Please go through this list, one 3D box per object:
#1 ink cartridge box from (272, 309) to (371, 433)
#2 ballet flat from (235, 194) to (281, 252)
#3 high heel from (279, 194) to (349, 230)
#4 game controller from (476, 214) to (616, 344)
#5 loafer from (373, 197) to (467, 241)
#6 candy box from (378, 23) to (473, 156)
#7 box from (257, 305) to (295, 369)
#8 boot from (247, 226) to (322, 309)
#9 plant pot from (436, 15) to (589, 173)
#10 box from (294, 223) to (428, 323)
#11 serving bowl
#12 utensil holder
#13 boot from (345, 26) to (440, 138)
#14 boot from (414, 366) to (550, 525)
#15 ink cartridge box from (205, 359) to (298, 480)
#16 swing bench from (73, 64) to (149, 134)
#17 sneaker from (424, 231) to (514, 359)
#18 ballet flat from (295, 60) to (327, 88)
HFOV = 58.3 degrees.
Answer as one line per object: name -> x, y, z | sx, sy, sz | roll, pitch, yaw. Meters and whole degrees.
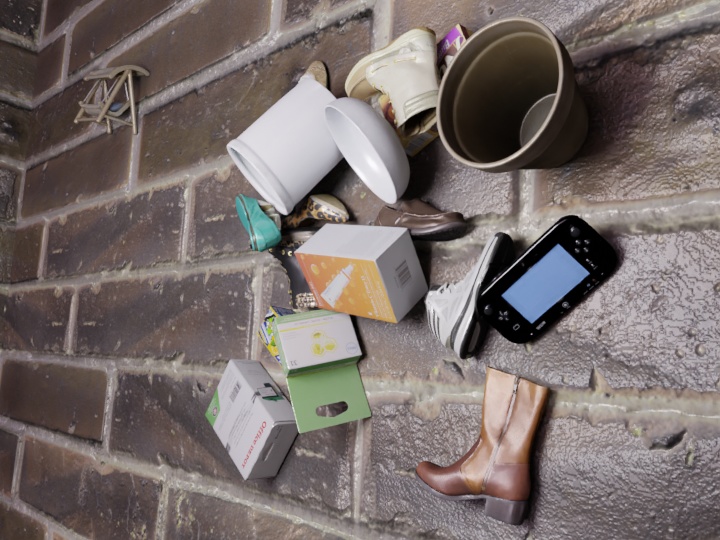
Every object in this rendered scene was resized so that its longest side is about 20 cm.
ink cartridge box -> -0.066, 0.171, 1.150 | 0.048, 0.143, 0.203 | 116, 141, -54
ballet flat -> -0.191, -0.095, 1.238 | 0.201, 0.069, 0.069 | -125, 25, -56
high heel -> -0.097, -0.084, 1.294 | 0.198, 0.071, 0.146 | 28, 113, 41
game controller -> 0.258, 0.017, 0.905 | 0.104, 0.042, 0.200 | 44, 116, 1
loafer -> 0.093, -0.089, 1.091 | 0.197, 0.072, 0.073 | 2, 84, 44
candy box -> 0.129, -0.305, 1.110 | 0.199, 0.056, 0.119 | -36, 59, 36
box -> -0.122, 0.158, 1.263 | 0.200, 0.064, 0.071 | 45, 113, 40
boot -> -0.137, -0.005, 1.273 | 0.197, 0.073, 0.154 | -3, 100, 35
plant pot -> 0.233, -0.225, 0.911 | 0.197, 0.172, 0.205 | -9, 77, 42
box -> 0.000, 0.000, 1.113 | 0.198, 0.097, 0.126 | 7, 129, 45
serving bowl -> 0.022, -0.214, 1.098 | 0.065, 0.201, 0.200 | -38, 50, -9
utensil holder -> -0.124, -0.235, 1.221 | 0.200, 0.171, 0.169 | -43, 48, -10
boot -> 0.056, -0.295, 1.095 | 0.198, 0.071, 0.158 | -22, 70, 40
boot -> 0.174, 0.244, 0.956 | 0.186, 0.068, 0.205 | 8, 87, 45
ink cartridge box -> -0.221, 0.302, 1.318 | 0.200, 0.083, 0.148 | 42, 112, 40
swing bench -> -0.763, -0.532, 1.972 | 0.197, 0.128, 0.205 | 12, 90, 45
sneaker -> 0.157, 0.023, 1.007 | 0.115, 0.075, 0.204 | 30, 106, 41
ballet flat -> -0.108, -0.350, 1.342 | 0.070, 0.065, 0.205 | -12, 73, 43
